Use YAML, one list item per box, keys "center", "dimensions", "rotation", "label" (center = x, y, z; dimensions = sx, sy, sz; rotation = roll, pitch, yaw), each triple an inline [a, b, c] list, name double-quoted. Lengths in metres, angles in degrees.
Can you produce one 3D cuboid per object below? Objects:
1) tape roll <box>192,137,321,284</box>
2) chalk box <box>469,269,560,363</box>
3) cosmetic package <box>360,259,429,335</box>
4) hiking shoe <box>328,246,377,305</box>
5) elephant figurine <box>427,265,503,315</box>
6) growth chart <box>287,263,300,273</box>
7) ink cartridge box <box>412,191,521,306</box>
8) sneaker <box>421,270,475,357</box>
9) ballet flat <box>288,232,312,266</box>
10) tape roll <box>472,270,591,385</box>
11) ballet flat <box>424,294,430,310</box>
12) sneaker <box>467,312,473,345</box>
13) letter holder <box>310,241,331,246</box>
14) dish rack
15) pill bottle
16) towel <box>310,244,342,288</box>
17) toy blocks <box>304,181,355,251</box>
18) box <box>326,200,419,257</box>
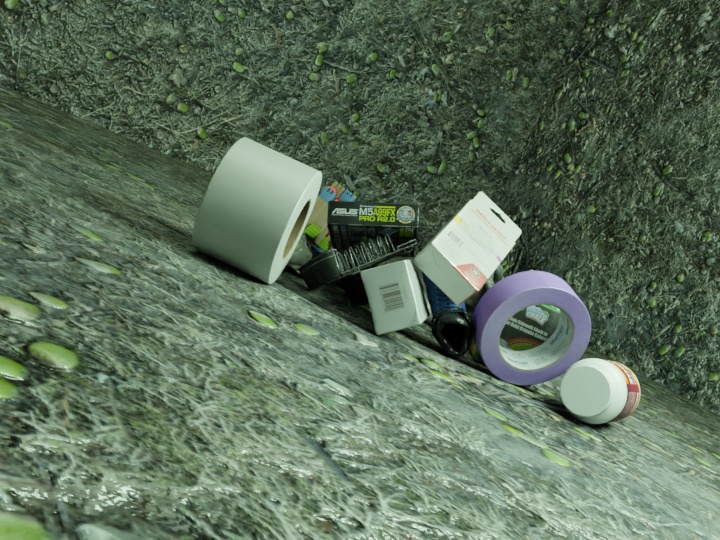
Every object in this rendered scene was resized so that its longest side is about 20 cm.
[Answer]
- center: [-0.165, -0.096, 1.239]
  dimensions: [0.139, 0.203, 0.203]
  rotation: [25, 5, 3]
  label: "tape roll"
- center: [0.311, 0.099, 1.484]
  dimensions: [0.124, 0.201, 0.124]
  rotation: [25, 5, 0]
  label: "chalk box"
- center: [0.064, 0.042, 1.317]
  dimensions: [0.081, 0.113, 0.200]
  rotation: [-14, -3, 8]
  label: "cosmetic package"
- center: [0.000, 0.000, 1.498]
  dimensions: [0.086, 0.075, 0.200]
  rotation: [-8, 31, -19]
  label: "hiking shoe"
- center: [0.239, 0.024, 1.602]
  dimensions: [0.155, 0.200, 0.142]
  rotation: [-1, 58, -33]
  label: "elephant figurine"
- center: [-0.168, -0.026, 1.526]
  dimensions: [0.199, 0.018, 0.145]
  rotation: [25, 5, 4]
  label: "growth chart"
- center: [0.195, -0.044, 1.360]
  dimensions: [0.116, 0.067, 0.200]
  rotation: [45, 49, 0]
  label: "ink cartridge box"
- center: [0.156, 0.056, 1.357]
  dimensions: [0.076, 0.201, 0.111]
  rotation: [-9, 7, 2]
  label: "sneaker"
- center: [-0.120, -0.041, 1.457]
  dimensions: [0.072, 0.072, 0.200]
  rotation: [25, 6, -2]
  label: "ballet flat"
- center: [0.302, 0.104, 1.354]
  dimensions: [0.200, 0.200, 0.066]
  rotation: [23, 22, -18]
  label: "tape roll"
- center: [0.124, 0.072, 1.638]
  dimensions: [0.064, 0.068, 0.200]
  rotation: [32, 5, -9]
  label: "ballet flat"
- center: [0.233, 0.135, 1.608]
  dimensions: [0.199, 0.070, 0.082]
  rotation: [22, -15, -22]
  label: "sneaker"
- center: [-0.170, -0.086, 1.773]
  dimensions: [0.199, 0.142, 0.101]
  rotation: [24, 37, -11]
  label: "letter holder"
- center: [-0.001, -0.022, 1.353]
  dimensions: [0.199, 0.055, 0.153]
  rotation: [-21, -2, -23]
  label: "dish rack"
- center: [0.420, 0.213, 1.345]
  dimensions: [0.113, 0.113, 0.200]
  rotation: [28, 6, 30]
  label: "pill bottle"
- center: [-0.092, -0.019, 1.647]
  dimensions: [0.199, 0.049, 0.112]
  rotation: [25, 6, 14]
  label: "towel"
- center: [-0.066, -0.120, 1.580]
  dimensions: [0.100, 0.137, 0.200]
  rotation: [38, -3, 6]
  label: "toy blocks"
- center: [0.024, -0.073, 1.400]
  dimensions: [0.160, 0.044, 0.200]
  rotation: [2, -14, 3]
  label: "box"
